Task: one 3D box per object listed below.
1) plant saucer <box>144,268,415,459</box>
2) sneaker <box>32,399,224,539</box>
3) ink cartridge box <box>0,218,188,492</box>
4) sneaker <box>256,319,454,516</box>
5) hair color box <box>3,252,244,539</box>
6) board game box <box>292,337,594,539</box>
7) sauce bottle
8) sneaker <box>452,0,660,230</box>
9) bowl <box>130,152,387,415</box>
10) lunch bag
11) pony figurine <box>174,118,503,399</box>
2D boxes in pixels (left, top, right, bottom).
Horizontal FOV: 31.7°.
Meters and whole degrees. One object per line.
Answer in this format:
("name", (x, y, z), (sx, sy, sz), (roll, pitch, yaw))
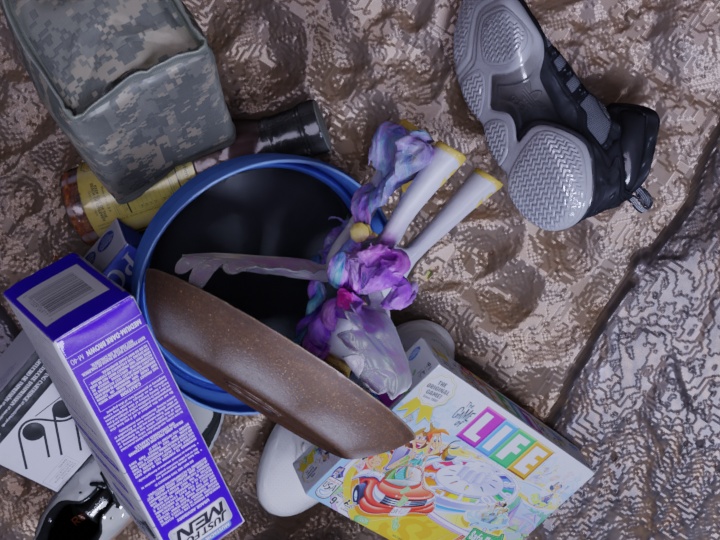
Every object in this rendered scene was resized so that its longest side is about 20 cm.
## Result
("plant saucer", (-0.059, 0.067, 0.801), (0.200, 0.200, 0.037), (33, 79, -3))
("sneaker", (-0.179, 0.159, 0.986), (0.074, 0.080, 0.200), (40, 100, -3))
("ink cartridge box", (-0.205, 0.066, 0.947), (0.094, 0.044, 0.200), (36, 101, -34))
("sneaker", (-0.010, 0.118, 0.966), (0.070, 0.080, 0.200), (43, 102, -7))
("hair color box", (-0.162, 0.096, 0.875), (0.065, 0.109, 0.200), (-31, 121, -21))
("board game box", (0.066, 0.147, 0.938), (0.134, 0.034, 0.200), (-46, 128, 11))
("sauce bottle", (-0.121, -0.076, 0.942), (0.200, 0.066, 0.066), (-18, 100, 5))
("sneaker", (0.143, -0.121, 0.910), (0.114, 0.075, 0.200), (-4, 67, -35))
("bowl", (-0.071, 0.008, 0.923), (0.200, 0.039, 0.201), (-11, 117, -22))
("lunch bag", (-0.178, -0.170, 0.850), (0.118, 0.164, 0.200), (-31, 75, -8))
("pony figurine", (0.000, 0.000, 0.836), (0.166, 0.193, 0.200), (35, 96, 19))
